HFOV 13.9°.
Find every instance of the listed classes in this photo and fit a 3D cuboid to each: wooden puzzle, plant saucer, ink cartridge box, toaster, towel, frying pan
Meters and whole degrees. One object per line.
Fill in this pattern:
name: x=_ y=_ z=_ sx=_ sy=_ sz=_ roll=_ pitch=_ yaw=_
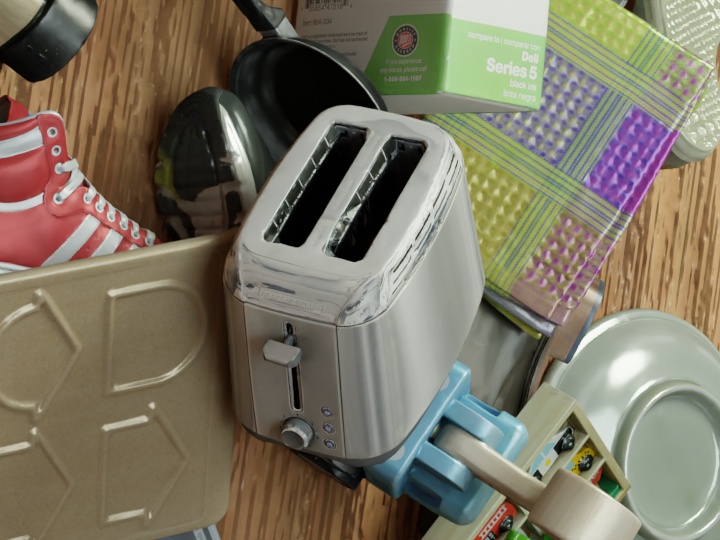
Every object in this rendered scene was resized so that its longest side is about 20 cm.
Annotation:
wooden puzzle: x=-0.154 y=0.071 z=1.609 sx=0.200 sy=0.046 sz=0.185 roll=-14 pitch=122 yaw=-34
plant saucer: x=0.195 y=0.126 z=1.938 sx=0.200 sy=0.050 sz=0.200 roll=-2 pitch=94 yaw=-37
ink cartridge box: x=0.040 y=-0.197 z=1.743 sx=0.084 sy=0.145 sz=0.200 roll=8 pitch=87 yaw=-39
toaster: x=0.000 y=0.000 z=1.632 sx=0.129 sy=0.114 sz=0.200 roll=83 pitch=30 yaw=-46
towel: x=0.109 y=-0.075 z=1.803 sx=0.144 sy=0.023 sz=0.200 roll=32 pitch=86 yaw=-3
frying pan: x=-0.050 y=-0.119 z=1.714 sx=0.190 sy=0.115 sz=0.031 roll=49 pitch=53 yaw=-6

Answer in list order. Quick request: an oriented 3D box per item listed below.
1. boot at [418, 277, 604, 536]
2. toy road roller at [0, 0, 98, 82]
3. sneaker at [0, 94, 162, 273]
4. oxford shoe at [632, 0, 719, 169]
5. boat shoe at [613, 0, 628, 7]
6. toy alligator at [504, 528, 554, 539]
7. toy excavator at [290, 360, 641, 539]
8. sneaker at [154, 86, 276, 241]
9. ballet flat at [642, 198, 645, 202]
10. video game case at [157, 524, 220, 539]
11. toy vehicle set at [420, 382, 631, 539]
boot: x=0.064 y=0.071 z=1.839 sx=0.097 sy=0.075 sz=0.200 roll=30 pitch=83 yaw=-8
toy road roller: x=-0.231 y=-0.169 z=1.572 sx=0.123 sy=0.146 sz=0.200 roll=38 pitch=32 yaw=-32
sneaker: x=-0.158 y=-0.035 z=1.645 sx=0.200 sy=0.071 sz=0.113 roll=8 pitch=90 yaw=-35
oxford shoe: x=0.198 y=-0.147 z=1.908 sx=0.075 sy=0.058 sz=0.200 roll=28 pitch=49 yaw=-29
boat shoe: x=0.131 y=-0.249 z=1.867 sx=0.074 sy=0.063 sz=0.202 roll=-30 pitch=111 yaw=-35
toy alligator: x=0.149 y=0.200 z=1.840 sx=0.059 sy=0.054 sz=0.200 roll=-58 pitch=146 yaw=-1
toy excavator: x=0.067 y=0.108 z=1.704 sx=0.200 sy=0.194 sz=0.100 roll=32 pitch=82 yaw=6
sneaker: x=-0.059 y=-0.021 z=1.731 sx=0.085 sy=0.074 sz=0.200 roll=-34 pitch=120 yaw=-39
ballet flat: x=0.118 y=-0.105 z=1.859 sx=0.063 sy=0.069 sz=0.200 roll=-41 pitch=115 yaw=-20
video game case: x=-0.157 y=0.180 z=1.684 sx=0.182 sy=0.023 sz=0.200 roll=-30 pitch=110 yaw=-33
toy vehicle set: x=0.082 y=0.178 z=1.811 sx=0.200 sy=0.027 sz=0.124 roll=-52 pitch=145 yaw=-10
